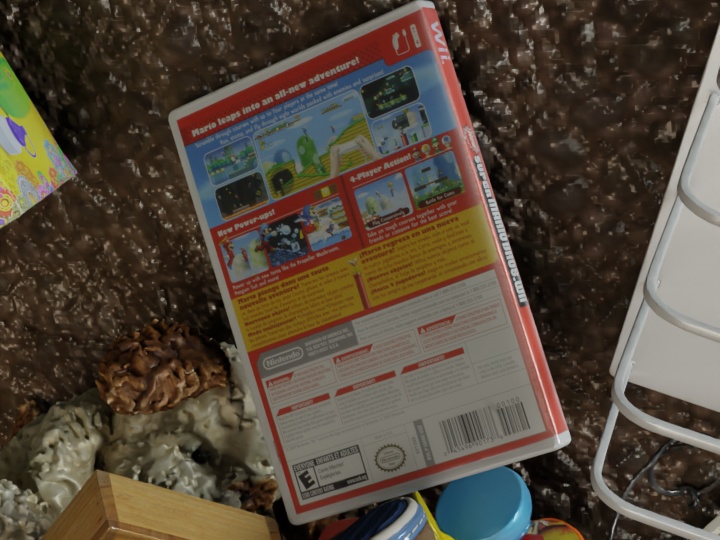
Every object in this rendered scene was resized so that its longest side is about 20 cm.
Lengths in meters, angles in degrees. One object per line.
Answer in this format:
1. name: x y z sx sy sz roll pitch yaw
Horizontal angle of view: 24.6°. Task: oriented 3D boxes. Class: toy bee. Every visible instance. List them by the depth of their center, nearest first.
1. toy bee: 0.068 0.143 0.766 0.199 0.109 0.131 -35 120 30

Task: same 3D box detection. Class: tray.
1. tray: -0.129 0.181 0.761 0.098 0.037 0.200 21 119 -36

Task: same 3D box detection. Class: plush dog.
1. plush dog: -0.103 0.102 0.830 0.171 0.161 0.200 -29 135 16

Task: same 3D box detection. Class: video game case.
1. video game case: 0.000 0.000 0.739 0.142 0.017 0.202 -20 85 28

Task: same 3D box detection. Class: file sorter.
1. file sorter: 0.182 0.008 0.664 0.137 0.125 0.202 18 123 10

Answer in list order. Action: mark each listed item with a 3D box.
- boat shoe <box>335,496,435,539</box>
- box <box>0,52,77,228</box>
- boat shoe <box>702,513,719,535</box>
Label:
1. boat shoe: -0.015 0.178 0.752 0.072 0.072 0.200 44 128 6
2. box: -0.267 -0.072 0.735 0.191 0.122 0.201 -31 99 7
3. boat shoe: 0.177 0.162 0.786 0.200 0.060 0.074 -45 74 14
